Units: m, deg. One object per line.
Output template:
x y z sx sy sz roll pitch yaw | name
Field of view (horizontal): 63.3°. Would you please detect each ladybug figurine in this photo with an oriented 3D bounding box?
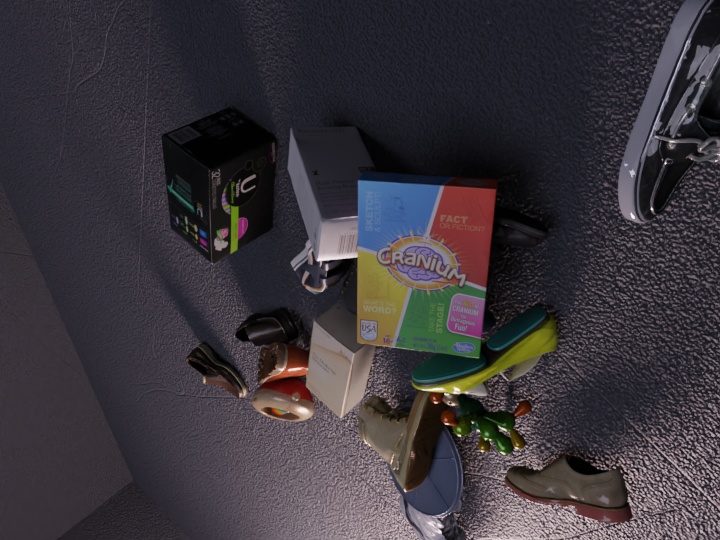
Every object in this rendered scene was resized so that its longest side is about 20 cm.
-0.166 0.280 1.282 0.134 0.073 0.199 25 153 -19 | ladybug figurine

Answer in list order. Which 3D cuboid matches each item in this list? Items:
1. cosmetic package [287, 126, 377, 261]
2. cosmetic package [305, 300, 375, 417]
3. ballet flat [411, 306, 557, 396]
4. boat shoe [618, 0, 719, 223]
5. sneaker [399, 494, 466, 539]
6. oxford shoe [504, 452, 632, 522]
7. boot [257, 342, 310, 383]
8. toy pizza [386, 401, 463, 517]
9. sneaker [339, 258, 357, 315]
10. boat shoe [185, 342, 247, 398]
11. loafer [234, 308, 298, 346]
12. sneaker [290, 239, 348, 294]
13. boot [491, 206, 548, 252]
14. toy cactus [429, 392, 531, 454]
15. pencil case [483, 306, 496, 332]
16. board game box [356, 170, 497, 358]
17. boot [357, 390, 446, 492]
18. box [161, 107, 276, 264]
-0.031 -0.108 0.770 0.075 0.100 0.202 103 155 -45 | cosmetic package
-0.037 0.167 1.078 0.103 0.073 0.202 35 139 25 | cosmetic package
0.163 0.119 0.738 0.068 0.198 0.067 64 177 -21 | ballet flat
0.285 -0.124 0.503 0.068 0.073 0.202 40 133 42 | boat shoe
0.161 0.488 1.093 0.201 0.075 0.115 50 146 13 | sneaker
0.290 0.295 0.833 0.199 0.070 0.076 -8 85 52 | oxford shoe
-0.154 0.197 1.215 0.199 0.106 0.076 154 121 -61 | boot
0.113 0.333 1.040 0.199 0.031 0.204 12 105 51 | toy pizza
0.000 0.000 0.908 0.105 0.075 0.203 8 124 42 | sneaker
-0.385 0.279 1.543 0.201 0.075 0.076 33 138 27 | boat shoe
-0.201 0.133 1.234 0.199 0.071 0.074 -14 107 52 | loafer
-0.051 -0.020 0.951 0.080 0.078 0.200 58 154 4 | sneaker
0.122 0.010 0.719 0.197 0.069 0.177 7 106 19 | boot
0.157 0.186 0.857 0.199 0.103 0.165 36 -177 -26 | toy cactus
0.097 0.013 0.804 0.201 0.085 0.092 55 172 3 | pencil case
0.071 -0.006 0.668 0.150 0.040 0.203 5 114 12 | board game box
0.065 0.255 1.008 0.155 0.072 0.203 37 126 44 | boot
-0.241 -0.145 1.007 0.124 0.148 0.202 35 139 23 | box
